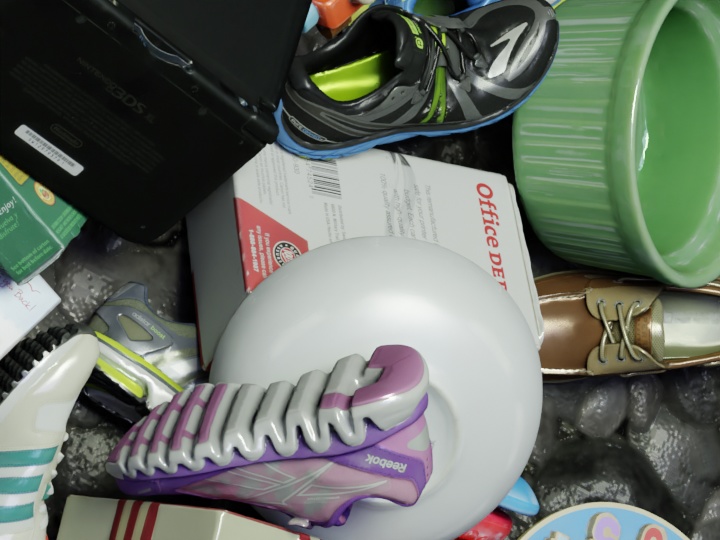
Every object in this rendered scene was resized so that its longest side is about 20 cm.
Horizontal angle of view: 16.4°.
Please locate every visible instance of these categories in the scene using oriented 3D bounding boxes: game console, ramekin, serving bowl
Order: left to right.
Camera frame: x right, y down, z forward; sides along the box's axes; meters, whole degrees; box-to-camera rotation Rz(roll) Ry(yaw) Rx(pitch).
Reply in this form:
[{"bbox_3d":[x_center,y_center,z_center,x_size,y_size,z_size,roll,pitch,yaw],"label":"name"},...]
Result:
[{"bbox_3d":[-0.142,-0.144,1.456,0.200,0.176,0.117,36,25,-35],"label":"game console"},{"bbox_3d":[0.012,0.085,1.451,0.199,0.066,0.201,-2,111,-6],"label":"serving bowl"},{"bbox_3d":[0.182,-0.092,1.638,0.200,0.097,0.201,-11,103,-55],"label":"ramekin"}]

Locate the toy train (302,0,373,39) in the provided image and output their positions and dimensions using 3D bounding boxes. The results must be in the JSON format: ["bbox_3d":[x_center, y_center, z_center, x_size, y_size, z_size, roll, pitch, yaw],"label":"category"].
[{"bbox_3d":[-0.004,-0.216,1.608,0.200,0.150,0.056,-47,138,-28],"label":"toy train"}]

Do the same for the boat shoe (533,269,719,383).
[{"bbox_3d":[0.180,0.034,1.654,0.199,0.074,0.076,-6,92,-12],"label":"boat shoe"}]

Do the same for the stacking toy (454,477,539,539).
[{"bbox_3d":[0.023,0.209,1.567,0.109,0.116,0.201,19,87,-14],"label":"stacking toy"}]

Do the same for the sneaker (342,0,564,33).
[{"bbox_3d":[0.087,-0.187,1.648,0.200,0.105,0.076,-31,93,-25],"label":"sneaker"}]

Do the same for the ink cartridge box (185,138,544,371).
[{"bbox_3d":[0.000,0.000,1.559,0.199,0.083,0.147,11,46,-22],"label":"ink cartridge box"}]

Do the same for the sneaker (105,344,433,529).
[{"bbox_3d":[-0.045,0.107,1.387,0.081,0.199,0.089,-66,139,-57],"label":"sneaker"}]

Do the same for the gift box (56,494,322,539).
[{"bbox_3d":[-0.091,0.243,1.451,0.184,0.200,0.188,21,75,-33],"label":"gift box"}]

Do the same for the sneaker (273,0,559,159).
[{"bbox_3d":[0.038,-0.126,1.542,0.199,0.083,0.071,-18,64,-18],"label":"sneaker"}]

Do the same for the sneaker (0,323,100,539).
[{"bbox_3d":[-0.207,0.126,1.474,0.093,0.070,0.200,42,82,-19],"label":"sneaker"}]

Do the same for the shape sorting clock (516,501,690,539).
[{"bbox_3d":[0.167,0.252,1.646,0.199,0.039,0.201,4,80,-24],"label":"shape sorting clock"}]

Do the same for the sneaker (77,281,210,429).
[{"bbox_3d":[-0.088,0.079,1.544,0.200,0.074,0.081,35,66,-17],"label":"sneaker"}]

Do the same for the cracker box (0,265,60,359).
[{"bbox_3d":[-0.293,0.037,1.464,0.200,0.058,0.134,-45,101,-23],"label":"cracker box"}]

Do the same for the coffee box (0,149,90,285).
[{"bbox_3d":[-0.237,-0.096,1.484,0.200,0.044,0.123,50,21,-11],"label":"coffee box"}]
